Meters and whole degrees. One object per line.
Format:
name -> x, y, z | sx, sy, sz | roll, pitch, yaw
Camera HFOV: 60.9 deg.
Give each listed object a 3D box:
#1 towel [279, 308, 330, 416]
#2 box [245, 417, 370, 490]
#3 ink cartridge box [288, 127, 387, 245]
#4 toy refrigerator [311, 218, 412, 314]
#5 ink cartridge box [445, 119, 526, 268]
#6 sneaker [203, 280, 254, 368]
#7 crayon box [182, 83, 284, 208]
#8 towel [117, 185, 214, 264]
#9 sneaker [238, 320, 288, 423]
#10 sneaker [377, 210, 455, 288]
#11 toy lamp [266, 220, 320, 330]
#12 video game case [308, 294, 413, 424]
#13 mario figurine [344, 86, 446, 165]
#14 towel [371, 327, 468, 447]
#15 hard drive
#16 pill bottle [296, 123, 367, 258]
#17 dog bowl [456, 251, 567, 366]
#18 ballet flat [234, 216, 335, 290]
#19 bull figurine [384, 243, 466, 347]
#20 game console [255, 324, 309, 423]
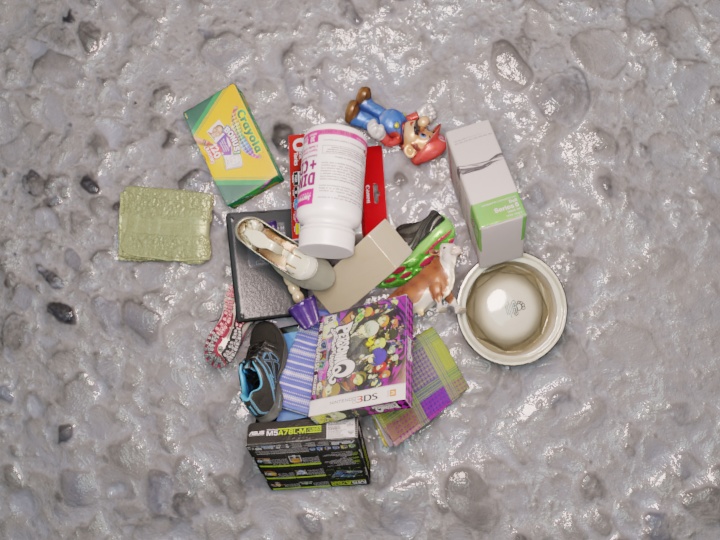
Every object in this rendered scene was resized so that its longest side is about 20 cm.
towel -> -0.070, 0.166, 1.118 | 0.142, 0.024, 0.203 | 11, 61, 19
box -> -0.087, 0.330, 1.094 | 0.195, 0.195, 0.048 | -6, 50, 6
ink cartridge box -> -0.040, -0.150, 1.135 | 0.171, 0.084, 0.205 | -6, 77, 5
toy refrigerator -> 0.000, 0.000, 1.093 | 0.076, 0.070, 0.200 | 48, 135, 0
ink cartridge box -> 0.215, -0.132, 1.062 | 0.082, 0.146, 0.204 | -15, 62, 5
sneaker -> -0.238, 0.088, 1.172 | 0.080, 0.075, 0.203 | 31, 78, -5
crayon box -> -0.245, -0.239, 1.187 | 0.117, 0.058, 0.203 | -27, 85, 4
towel -> -0.385, -0.089, 1.207 | 0.195, 0.036, 0.153 | 2, 87, 6
sneaker -> -0.177, 0.166, 1.097 | 0.072, 0.082, 0.203 | -23, 47, 14
sneaker -> 0.086, -0.038, 1.151 | 0.198, 0.077, 0.085 | -34, 51, 10
toy lamp -> -0.132, 0.011, 1.112 | 0.057, 0.058, 0.203 | -29, 87, 4
video game case -> 0.004, 0.150, 1.042 | 0.178, 0.036, 0.203 | -15, 48, 23
mario figurine -> 0.075, -0.279, 1.133 | 0.197, 0.106, 0.125 | 28, 88, 4
towel -> 0.092, 0.208, 1.117 | 0.198, 0.023, 0.146 | -30, 88, -24
hard drive -> -0.174, -0.010, 1.151 | 0.136, 0.033, 0.205 | -5, 80, -18
pill bottle -> -0.049, -0.130, 1.029 | 0.110, 0.114, 0.205 | 3, 77, 6
dog bowl -> 0.270, 0.069, 1.119 | 0.195, 0.074, 0.206 | 0, 87, 6
ballet flat -> -0.133, -0.027, 1.056 | 0.198, 0.064, 0.068 | 32, 91, 3
bull figurine -> 0.122, 0.042, 1.103 | 0.199, 0.064, 0.123 | -41, 45, 28
game console -> -0.106, 0.193, 1.133 | 0.195, 0.177, 0.119 | -11, 116, 6
